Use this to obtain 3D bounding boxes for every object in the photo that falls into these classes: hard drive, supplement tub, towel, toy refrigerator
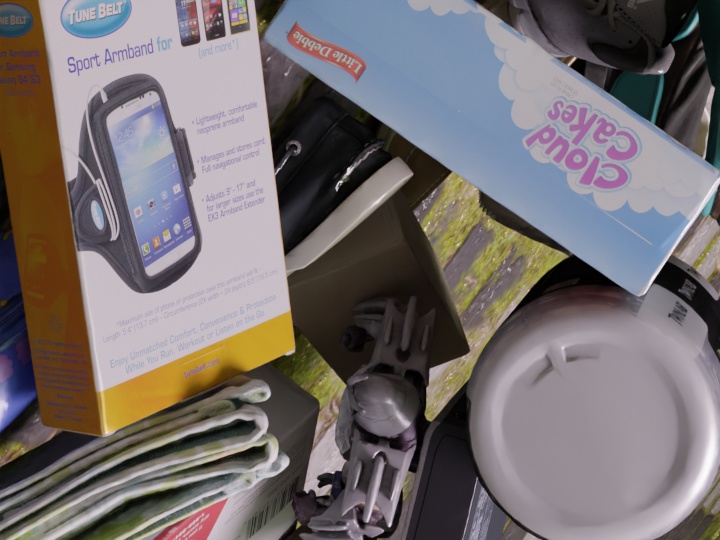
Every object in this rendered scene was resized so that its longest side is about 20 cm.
[{"bbox_3d":[0.056,0.127,1.069,0.200,0.033,0.141,-33,136,-74],"label":"hard drive"},{"bbox_3d":[0.125,0.055,0.983,0.123,0.122,0.200,-60,174,16],"label":"supplement tub"},{"bbox_3d":[-0.124,0.094,0.861,0.170,0.048,0.200,-24,-177,-11],"label":"towel"},{"bbox_3d":[0.000,0.000,1.078,0.075,0.070,0.200,-21,159,6],"label":"toy refrigerator"}]

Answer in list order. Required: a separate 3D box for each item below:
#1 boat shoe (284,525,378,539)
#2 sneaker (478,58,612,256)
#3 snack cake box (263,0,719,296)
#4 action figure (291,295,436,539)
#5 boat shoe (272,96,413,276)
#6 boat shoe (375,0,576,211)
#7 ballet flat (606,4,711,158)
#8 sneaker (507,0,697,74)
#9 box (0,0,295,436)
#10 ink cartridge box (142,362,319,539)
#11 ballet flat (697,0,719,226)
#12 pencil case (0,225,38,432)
[{"bbox_3d":[-0.055,0.216,1.083,0.200,0.068,0.072,-45,159,-22],"label":"boat shoe"},{"bbox_3d":[0.117,-0.076,1.150,0.100,0.069,0.200,-62,-165,15],"label":"sneaker"},{"bbox_3d":[0.059,-0.076,0.893,0.067,0.199,0.115,-56,-179,6],"label":"snack cake box"},{"bbox_3d":[0.005,0.088,1.021,0.200,0.069,0.131,84,28,-69],"label":"action figure"},{"bbox_3d":[-0.069,-0.009,0.940,0.199,0.066,0.074,-38,180,23],"label":"boat shoe"},{"bbox_3d":[0.079,-0.107,1.106,0.200,0.066,0.074,-52,159,-5],"label":"boat shoe"},{"bbox_3d":[0.170,-0.109,1.082,0.068,0.068,0.201,31,75,-42],"label":"ballet flat"},{"bbox_3d":[0.112,-0.162,0.979,0.075,0.115,0.200,-56,144,-8],"label":"sneaker"},{"bbox_3d":[-0.086,-0.049,0.781,0.119,0.041,0.202,-22,108,-50],"label":"box"},{"bbox_3d":[-0.107,0.151,1.087,0.147,0.083,0.201,-39,154,-36],"label":"ink cartridge box"},{"bbox_3d":[0.200,-0.099,0.970,0.073,0.072,0.201,98,-1,-52],"label":"ballet flat"},{"bbox_3d":[-0.136,0.017,0.823,0.200,0.078,0.087,-37,-173,-38],"label":"pencil case"}]
